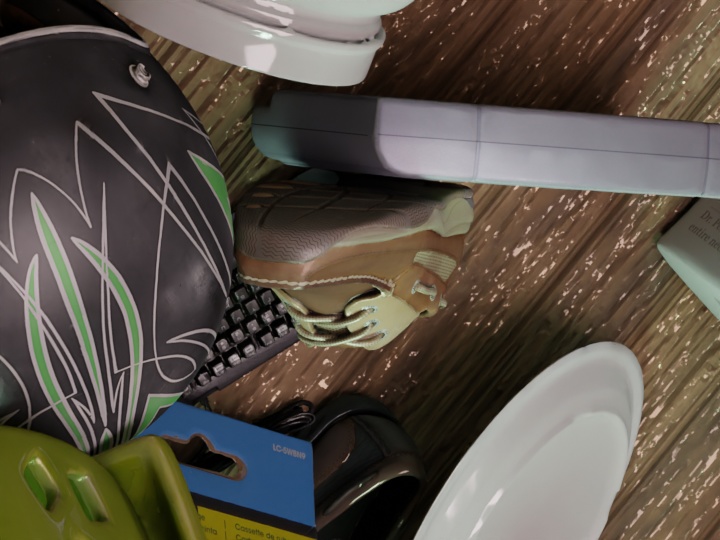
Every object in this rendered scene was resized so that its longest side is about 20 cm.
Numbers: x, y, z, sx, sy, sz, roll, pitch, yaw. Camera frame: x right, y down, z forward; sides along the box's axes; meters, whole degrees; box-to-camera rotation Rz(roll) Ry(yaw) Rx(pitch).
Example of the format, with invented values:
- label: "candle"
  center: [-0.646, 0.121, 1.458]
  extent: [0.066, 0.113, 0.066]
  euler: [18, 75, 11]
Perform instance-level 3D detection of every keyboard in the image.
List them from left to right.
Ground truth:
- label: "keyboard"
  center: [-0.074, 0.049, 1.340]
  extent: [0.200, 0.021, 0.127]
  euler: [-32, 125, -11]

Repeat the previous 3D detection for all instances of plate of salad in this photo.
- label: "plate of salad"
  center: [0.067, 0.117, 1.416]
  extent: [0.200, 0.048, 0.200]
  euler: [-41, 149, -30]

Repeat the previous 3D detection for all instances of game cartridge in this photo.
- label: "game cartridge"
  center: [0.069, -0.055, 1.296]
  extent: [0.200, 0.133, 0.041]
  euler: [2, 90, -29]

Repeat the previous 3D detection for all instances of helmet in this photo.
- label: "helmet"
  center: [-0.142, -0.015, 1.163]
  extent: [0.200, 0.191, 0.201]
  euler: [-13, 120, -24]

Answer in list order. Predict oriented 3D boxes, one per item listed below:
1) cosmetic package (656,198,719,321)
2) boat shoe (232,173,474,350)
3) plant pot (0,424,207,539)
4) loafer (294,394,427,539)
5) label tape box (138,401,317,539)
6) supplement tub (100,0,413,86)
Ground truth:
- label: "cosmetic package"
  center: [0.290, -0.004, 1.422]
  extent: [0.200, 0.167, 0.166]
  euler: [-45, 126, -1]
- label: "boat shoe"
  center: [0.000, 0.000, 1.258]
  extent: [0.200, 0.076, 0.072]
  euler: [-9, 108, -67]
- label: "plant pot"
  center: [-0.145, 0.172, 1.101]
  extent: [0.200, 0.199, 0.181]
  euler: [-25, 170, 29]
- label: "loafer"
  center: [-0.036, 0.154, 1.387]
  extent: [0.072, 0.063, 0.200]
  euler: [23, 102, -35]
- label: "label tape box"
  center: [-0.083, 0.161, 1.291]
  extent: [0.144, 0.201, 0.063]
  euler: [21, 142, -41]
- label: "supplement tub"
  center: [-0.021, -0.188, 1.171]
  extent: [0.145, 0.145, 0.200]
  euler: [10, 109, -32]
